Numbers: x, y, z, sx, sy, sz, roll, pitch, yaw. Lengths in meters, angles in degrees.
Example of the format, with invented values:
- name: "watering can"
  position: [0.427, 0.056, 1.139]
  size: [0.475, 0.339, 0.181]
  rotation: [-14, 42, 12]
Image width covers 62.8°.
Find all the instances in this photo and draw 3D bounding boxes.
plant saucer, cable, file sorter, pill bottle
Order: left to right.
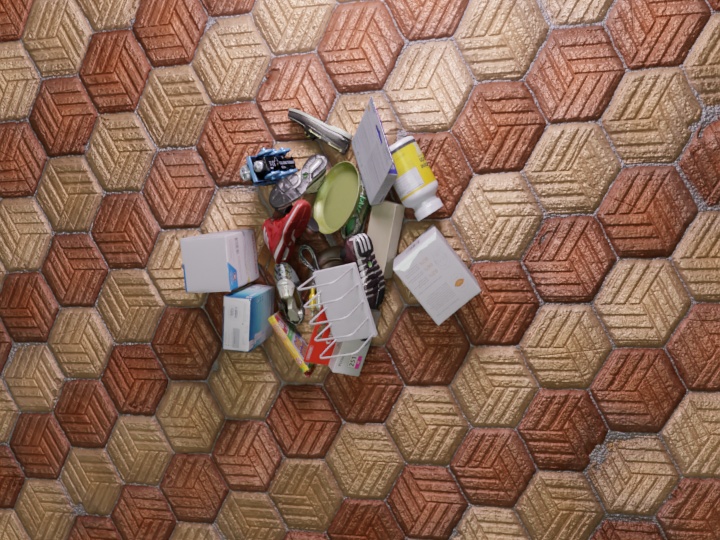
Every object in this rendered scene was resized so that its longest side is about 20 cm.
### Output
- name: "cable"
  position: [-0.118, 0.024, 1.652]
  size: [0.094, 0.050, 0.207]
  rotation: [-14, 95, 15]
- name: "file sorter"
  position: [-0.063, 0.107, 1.531]
  size: [0.135, 0.124, 0.206]
  rotation: [-11, 103, 30]
- name: "plant saucer"
  position: [-0.066, 0.034, 1.688]
  size: [0.193, 0.037, 0.208]
  rotation: [2, 98, 12]
- name: "plant saucer"
  position: [-0.058, -0.194, 1.605]
  size: [0.197, 0.030, 0.207]
  rotation: [-24, 58, 43]
- name: "pill bottle"
  position: [0.139, -0.242, 1.568]
  size: [0.110, 0.112, 0.204]
  rotation: [-29, 92, 14]

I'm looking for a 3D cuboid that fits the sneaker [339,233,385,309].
- name: "sneaker"
  position: [0.000, 0.000, 1.599]
  size: [0.114, 0.074, 0.207]
  rotation: [4, 109, 54]

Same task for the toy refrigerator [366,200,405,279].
- name: "toy refrigerator"
  position: [0.063, -0.087, 1.623]
  size: [0.074, 0.069, 0.207]
  rotation: [15, 102, 27]

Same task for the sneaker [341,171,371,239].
- name: "sneaker"
  position: [-0.008, -0.171, 1.620]
  size: [0.074, 0.089, 0.207]
  rotation: [14, 101, 8]

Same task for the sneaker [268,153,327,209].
- name: "sneaker"
  position: [-0.163, -0.219, 1.617]
  size: [0.200, 0.116, 0.076]
  rotation: [-42, 74, -14]

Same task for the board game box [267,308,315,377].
- name: "board game box"
  position: [-0.191, 0.209, 1.706]
  size: [0.029, 0.095, 0.203]
  rotation: [-31, 91, 13]

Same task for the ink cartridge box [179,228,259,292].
- name: "ink cartridge box"
  position: [-0.391, -0.031, 1.662]
  size: [0.139, 0.200, 0.153]
  rotation: [-3, 98, 14]

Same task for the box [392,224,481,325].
- name: "box"
  position: [0.202, 0.011, 1.577]
  size: [0.151, 0.107, 0.201]
  rotation: [-38, 100, 13]

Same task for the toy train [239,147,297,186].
- name: "toy train"
  position: [-0.250, -0.277, 1.604]
  size: [0.111, 0.199, 0.089]
  rotation: [-20, 95, 24]

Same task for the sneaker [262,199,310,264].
- name: "sneaker"
  position: [-0.211, -0.128, 1.579]
  size: [0.116, 0.077, 0.203]
  rotation: [46, 122, 25]

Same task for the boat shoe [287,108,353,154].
- name: "boat shoe"
  position: [-0.119, -0.384, 1.622]
  size: [0.196, 0.072, 0.062]
  rotation: [26, 102, 7]

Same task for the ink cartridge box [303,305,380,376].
- name: "ink cartridge box"
  position: [-0.051, 0.187, 1.656]
  size: [0.169, 0.043, 0.206]
  rotation: [13, 103, -30]

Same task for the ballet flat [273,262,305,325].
- name: "ballet flat"
  position: [-0.198, 0.072, 1.663]
  size: [0.069, 0.073, 0.205]
  rotation: [-6, 124, 12]

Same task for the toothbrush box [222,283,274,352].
- name: "toothbrush box"
  position: [-0.313, 0.130, 1.668]
  size: [0.082, 0.200, 0.152]
  rotation: [6, 100, 11]

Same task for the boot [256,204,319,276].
- name: "boot"
  position: [-0.210, -0.072, 1.656]
  size: [0.186, 0.068, 0.205]
  rotation: [31, 104, 33]

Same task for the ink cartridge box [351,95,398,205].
- name: "ink cartridge box"
  position: [0.042, -0.305, 1.516]
  size: [0.042, 0.201, 0.202]
  rotation: [-8, 70, -22]
